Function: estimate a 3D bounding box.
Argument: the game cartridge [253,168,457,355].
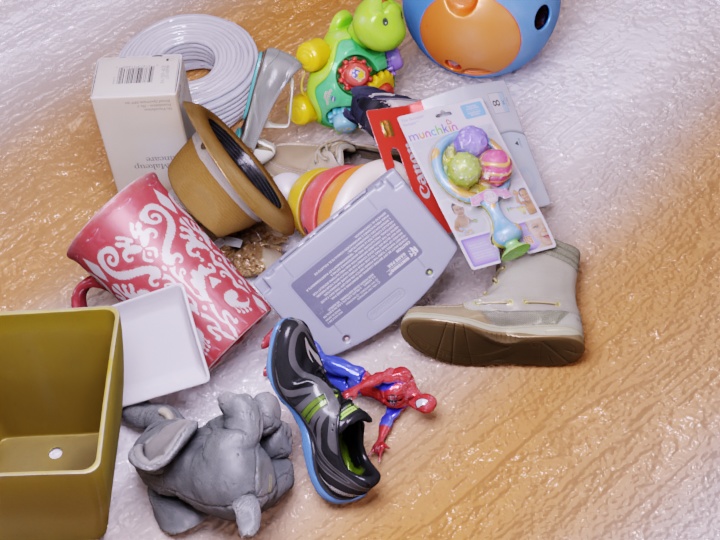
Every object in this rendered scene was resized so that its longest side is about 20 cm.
[{"bbox_3d":[0.000,0.000,1.631,0.200,0.133,0.041,-38,10,6],"label":"game cartridge"}]

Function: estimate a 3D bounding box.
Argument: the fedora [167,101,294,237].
[{"bbox_3d":[-0.157,-0.098,1.677,0.082,0.201,0.201,-40,52,9],"label":"fedora"}]

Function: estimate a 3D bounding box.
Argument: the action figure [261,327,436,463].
[{"bbox_3d":[-0.021,0.132,1.584,0.200,0.065,0.099,14,44,17],"label":"action figure"}]

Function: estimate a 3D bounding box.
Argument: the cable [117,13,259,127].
[{"bbox_3d":[-0.226,-0.251,1.931,0.200,0.069,0.200,-37,55,-23],"label":"cable"}]

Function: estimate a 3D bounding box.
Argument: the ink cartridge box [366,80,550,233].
[{"bbox_3d":[0.114,-0.129,1.706,0.200,0.047,0.160,-13,82,-42],"label":"ink cartridge box"}]

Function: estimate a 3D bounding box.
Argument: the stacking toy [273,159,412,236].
[{"bbox_3d":[-0.035,-0.073,1.746,0.200,0.146,0.146,19,51,45],"label":"stacking toy"}]

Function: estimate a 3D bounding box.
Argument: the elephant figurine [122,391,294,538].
[{"bbox_3d":[-0.177,0.198,1.521,0.200,0.155,0.142,-8,87,19],"label":"elephant figurine"}]

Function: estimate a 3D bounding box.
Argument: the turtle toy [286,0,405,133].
[{"bbox_3d":[-0.003,-0.251,1.830,0.101,0.200,0.146,32,39,24],"label":"turtle toy"}]

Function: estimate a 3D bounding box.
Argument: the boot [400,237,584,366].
[{"bbox_3d":[0.147,0.027,1.654,0.200,0.072,0.155,4,50,2],"label":"boot"}]

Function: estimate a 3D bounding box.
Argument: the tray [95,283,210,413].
[{"bbox_3d":[-0.243,0.087,1.586,0.200,0.108,0.022,-17,-1,33],"label":"tray"}]

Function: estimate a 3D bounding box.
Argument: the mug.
[{"bbox_3d":[-0.212,0.019,1.643,0.200,0.178,0.133,45,50,2],"label":"mug"}]

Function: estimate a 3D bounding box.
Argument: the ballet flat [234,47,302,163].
[{"bbox_3d":[-0.122,-0.168,1.796,0.064,0.200,0.067,19,17,-9],"label":"ballet flat"}]

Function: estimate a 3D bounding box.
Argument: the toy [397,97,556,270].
[{"bbox_3d":[0.135,-0.106,1.650,0.115,0.047,0.200,-15,73,-26],"label":"toy"}]

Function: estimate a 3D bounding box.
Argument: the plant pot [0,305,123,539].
[{"bbox_3d":[-0.333,0.172,1.508,0.200,0.177,0.200,-4,49,4],"label":"plant pot"}]

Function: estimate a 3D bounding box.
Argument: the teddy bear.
[{"bbox_3d":[-0.178,-0.025,1.743,0.200,0.067,0.145,-15,63,-12],"label":"teddy bear"}]

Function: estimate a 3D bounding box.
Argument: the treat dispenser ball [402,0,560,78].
[{"bbox_3d":[0.152,-0.344,1.886,0.200,0.201,0.201,-3,49,3],"label":"treat dispenser ball"}]

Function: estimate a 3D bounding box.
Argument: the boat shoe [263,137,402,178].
[{"bbox_3d":[-0.026,-0.133,1.811,0.200,0.065,0.072,12,52,15],"label":"boat shoe"}]

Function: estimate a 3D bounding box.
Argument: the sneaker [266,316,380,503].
[{"bbox_3d":[-0.032,0.137,1.511,0.083,0.200,0.071,-20,3,38],"label":"sneaker"}]

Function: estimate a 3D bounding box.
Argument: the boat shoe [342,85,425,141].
[{"bbox_3d":[0.072,-0.181,1.797,0.200,0.075,0.093,11,18,-41],"label":"boat shoe"}]

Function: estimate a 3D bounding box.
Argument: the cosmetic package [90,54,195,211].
[{"bbox_3d":[-0.247,-0.158,1.767,0.103,0.200,0.073,-3,49,5],"label":"cosmetic package"}]
